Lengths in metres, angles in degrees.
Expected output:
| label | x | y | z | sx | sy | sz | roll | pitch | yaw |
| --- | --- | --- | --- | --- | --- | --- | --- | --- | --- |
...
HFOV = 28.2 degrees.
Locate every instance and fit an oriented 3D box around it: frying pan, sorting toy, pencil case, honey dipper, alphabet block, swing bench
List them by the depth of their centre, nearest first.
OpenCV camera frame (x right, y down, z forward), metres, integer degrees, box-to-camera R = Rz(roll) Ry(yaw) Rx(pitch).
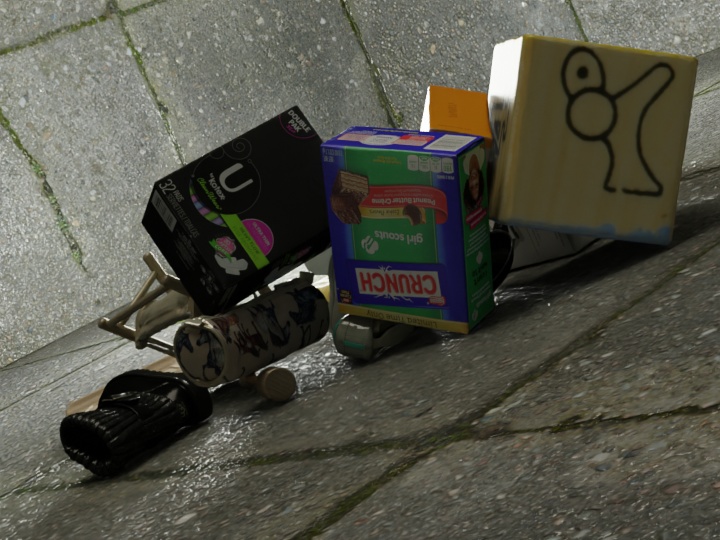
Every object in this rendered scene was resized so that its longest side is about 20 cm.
| label | x | y | z | sx | sy | sz | roll | pitch | yaw |
| --- | --- | --- | --- | --- | --- | --- | --- | --- | --- |
| alphabet block | 0.240 | -0.143 | 1.568 | 0.195 | 0.200 | 0.196 | 8 | 5 | -7 |
| pencil case | -0.122 | 0.066 | 1.621 | 0.078 | 0.090 | 0.200 | 0 | 15 | 38 |
| honey dipper | -0.112 | 0.129 | 1.663 | 0.038 | 0.038 | 0.200 | -25 | 4 | -13 |
| frying pan | 0.143 | -0.024 | 1.693 | 0.115 | 0.031 | 0.190 | -28 | 29 | 35 |
| swing bench | -0.182 | 0.057 | 1.781 | 0.199 | 0.200 | 0.130 | -28 | 26 | 52 |
| sorting toy | -0.300 | 0.174 | 1.964 | 0.185 | 0.037 | 0.200 | -26 | 12 | -20 |

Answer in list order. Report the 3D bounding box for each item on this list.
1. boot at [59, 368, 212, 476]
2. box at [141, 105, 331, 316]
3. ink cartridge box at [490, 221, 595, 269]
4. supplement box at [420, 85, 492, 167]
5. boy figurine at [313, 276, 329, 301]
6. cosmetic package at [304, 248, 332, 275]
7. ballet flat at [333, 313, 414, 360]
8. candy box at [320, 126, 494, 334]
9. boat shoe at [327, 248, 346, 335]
| label | x | y | z | sx | sy | sz | roll | pitch | yaw |
| --- | --- | --- | --- | --- | --- | --- | --- | --- | --- |
| boot | -0.290 | 0.178 | 1.679 | 0.158 | 0.080 | 0.211 | -29 | 9 | -39 |
| box | -0.123 | -0.066 | 1.638 | 0.200 | 0.149 | 0.124 | -31 | -8 | -24 |
| ink cartridge box | 0.217 | -0.064 | 1.798 | 0.200 | 0.083 | 0.147 | -16 | 11 | 48 |
| supplement box | 0.096 | -0.092 | 1.627 | 0.073 | 0.200 | 0.126 | 9 | 30 | -3 |
| boy figurine | -0.042 | 0.039 | 1.973 | 0.124 | 0.065 | 0.200 | -29 | 9 | -38 |
| cosmetic package | 0.034 | -0.062 | 1.848 | 0.200 | 0.052 | 0.151 | -32 | 11 | -23 |
| ballet flat | 0.045 | 0.053 | 1.657 | 0.064 | 0.068 | 0.200 | 14 | 28 | 31 |
| candy box | 0.052 | -0.045 | 1.538 | 0.169 | 0.200 | 0.077 | 7 | 26 | 31 |
| boat shoe | 0.000 | 0.000 | 1.699 | 0.075 | 0.200 | 0.062 | 7 | 46 | 2 |
